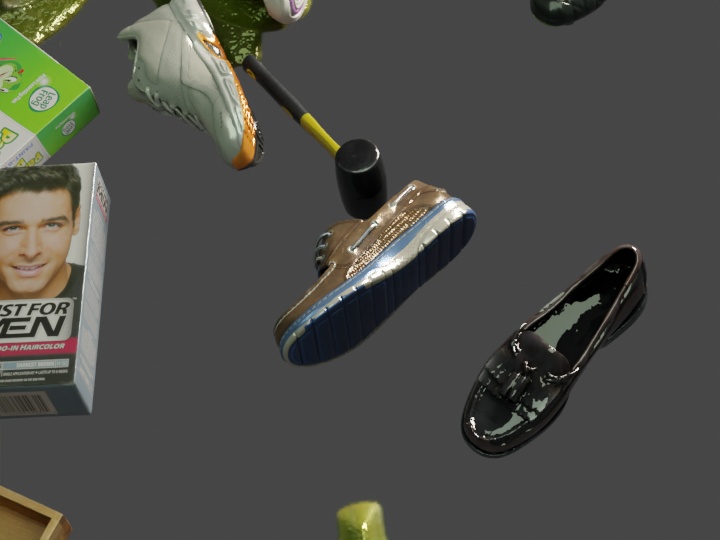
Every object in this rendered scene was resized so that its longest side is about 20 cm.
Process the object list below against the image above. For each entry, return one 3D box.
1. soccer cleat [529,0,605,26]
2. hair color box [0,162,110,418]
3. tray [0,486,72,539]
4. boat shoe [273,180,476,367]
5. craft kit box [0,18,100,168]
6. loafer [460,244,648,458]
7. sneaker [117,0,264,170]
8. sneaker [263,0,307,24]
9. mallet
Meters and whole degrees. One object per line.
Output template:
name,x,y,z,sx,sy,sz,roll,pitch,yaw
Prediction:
soccer cleat,0.220,-0.297,1.264,0.067,0.081,0.200,37,69,22
hair color box,-0.260,0.014,1.136,0.098,0.061,0.202,-3,60,3
tray,-0.325,0.192,1.055,0.198,0.037,0.099,21,64,14
boat shoe,0.000,0.000,1.125,0.199,0.073,0.072,-36,59,-26
craft kit box,-0.366,-0.136,1.241,0.197,0.049,0.200,37,70,19
loafer,0.147,0.054,1.080,0.072,0.063,0.200,37,69,23
sneaker,-0.149,-0.151,1.223,0.091,0.076,0.201,-26,54,-2
sneaker,-0.108,-0.295,1.307,0.099,0.075,0.201,-28,60,10
mallet,-0.041,-0.116,1.213,0.041,0.066,0.200,-32,48,-15
